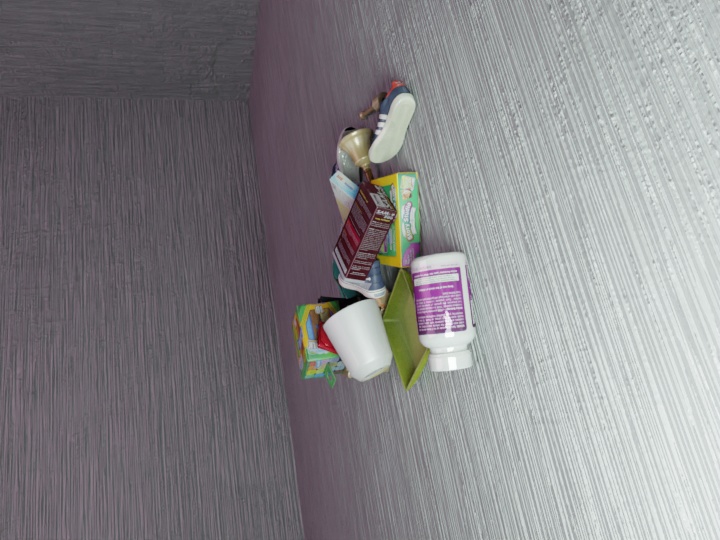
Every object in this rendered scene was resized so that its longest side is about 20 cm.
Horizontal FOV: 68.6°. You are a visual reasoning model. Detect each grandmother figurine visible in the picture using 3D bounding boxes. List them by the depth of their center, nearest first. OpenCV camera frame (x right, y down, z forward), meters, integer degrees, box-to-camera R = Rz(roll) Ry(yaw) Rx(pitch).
[{"bbox_3d":[0.035,0.039,1.426,0.200,0.058,0.126,-131,48,-57],"label":"grandmother figurine"}]

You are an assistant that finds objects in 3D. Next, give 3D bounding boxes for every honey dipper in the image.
[{"bbox_3d":[0.030,-0.418,1.368,0.199,0.036,0.040,-168,74,-74],"label":"honey dipper"}]

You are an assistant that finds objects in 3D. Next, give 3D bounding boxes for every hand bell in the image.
[{"bbox_3d":[0.023,-0.256,1.391,0.207,0.101,0.104,69,159,8],"label":"hand bell"}]

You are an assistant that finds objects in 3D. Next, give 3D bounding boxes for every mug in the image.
[{"bbox_3d":[0.019,0.170,1.273,0.150,0.182,0.157,-49,61,48],"label":"mug"}]

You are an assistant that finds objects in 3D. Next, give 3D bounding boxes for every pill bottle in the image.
[{"bbox_3d":[0.155,0.076,0.977,0.112,0.108,0.209,158,108,-70],"label":"pill bottle"}]

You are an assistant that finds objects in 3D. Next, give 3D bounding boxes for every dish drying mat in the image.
[{"bbox_3d":[-0.018,0.190,1.347,0.018,0.194,0.079,-51,26,41],"label":"dish drying mat"}]

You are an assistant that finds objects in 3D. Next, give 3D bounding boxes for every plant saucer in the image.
[{"bbox_3d":[0.118,0.134,1.205,0.203,0.046,0.205,107,153,-48],"label":"plant saucer"}]

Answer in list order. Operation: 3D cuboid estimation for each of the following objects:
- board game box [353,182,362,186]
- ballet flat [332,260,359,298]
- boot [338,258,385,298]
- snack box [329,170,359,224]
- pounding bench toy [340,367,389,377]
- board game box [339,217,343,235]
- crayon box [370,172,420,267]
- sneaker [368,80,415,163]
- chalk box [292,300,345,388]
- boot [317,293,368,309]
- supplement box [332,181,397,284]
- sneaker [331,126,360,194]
[{"bbox_3d":[-0.012,-0.188,1.443,0.198,0.019,0.106,19,135,62],"label":"board game box"},{"bbox_3d":[-0.048,0.043,1.674,0.072,0.065,0.204,84,170,-45],"label":"ballet flat"},{"bbox_3d":[0.000,0.000,1.351,0.198,0.071,0.094,19,122,56],"label":"boot"},{"bbox_3d":[-0.013,-0.154,1.373,0.116,0.037,0.202,43,165,27],"label":"snack box"},{"bbox_3d":[-0.013,0.202,1.504,0.199,0.119,0.163,171,94,-72],"label":"pounding bench toy"},{"bbox_3d":[-0.015,-0.109,1.577,0.202,0.033,0.139,-118,29,-50],"label":"board game box"},{"bbox_3d":[0.081,-0.117,1.243,0.172,0.056,0.209,-169,75,-70],"label":"crayon box"},{"bbox_3d":[0.066,-0.343,1.222,0.202,0.072,0.087,-57,42,47],"label":"sneaker"},{"bbox_3d":[-0.103,0.205,1.395,0.126,0.119,0.206,113,147,-54],"label":"chalk box"},{"bbox_3d":[-0.063,0.152,1.578,0.078,0.161,0.205,-111,25,-45],"label":"boot"},{"bbox_3d":[0.006,-0.085,1.223,0.204,0.059,0.110,-65,33,30],"label":"supplement box"},{"bbox_3d":[-0.053,-0.325,1.570,0.146,0.078,0.208,-141,44,-60],"label":"sneaker"}]
